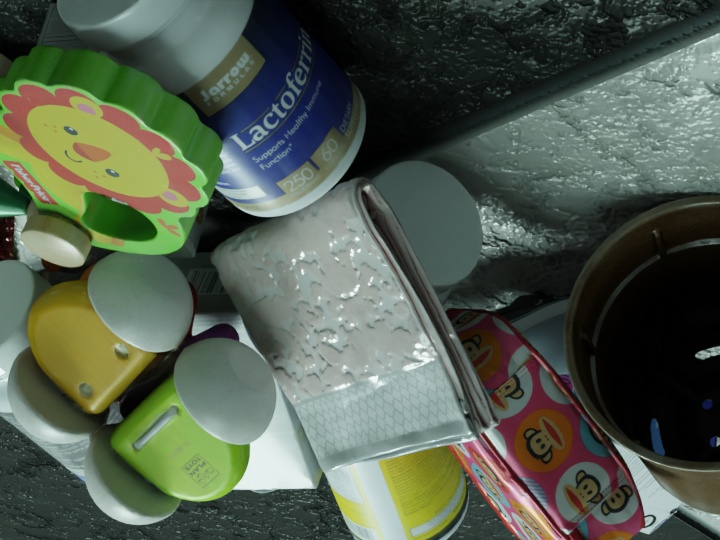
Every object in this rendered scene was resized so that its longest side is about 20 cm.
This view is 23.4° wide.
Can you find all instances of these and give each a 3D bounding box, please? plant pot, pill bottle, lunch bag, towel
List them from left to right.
[{"bbox_3d":[-0.243,0.085,1.414,0.113,0.114,0.200,-6,144,31],"label":"pill bottle"},{"bbox_3d":[-0.093,-0.131,1.098,0.115,0.116,0.200,-8,145,34],"label":"pill bottle"},{"bbox_3d":[-0.011,0.044,1.210,0.200,0.032,0.192,-21,98,53],"label":"towel"},{"bbox_3d":[0.000,0.000,1.291,0.115,0.116,0.200,25,149,-20],"label":"pill bottle"},{"bbox_3d":[0.017,0.138,1.448,0.111,0.112,0.201,1,135,22],"label":"pill bottle"},{"bbox_3d":[0.111,0.119,1.276,0.200,0.082,0.176,53,170,-11],"label":"lunch bag"},{"bbox_3d":[0.262,0.078,1.257,0.199,0.202,0.198,3,158,19],"label":"plant pot"}]

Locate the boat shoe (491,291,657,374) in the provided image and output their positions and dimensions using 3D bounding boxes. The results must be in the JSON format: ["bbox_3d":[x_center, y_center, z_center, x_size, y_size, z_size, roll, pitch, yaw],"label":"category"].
[{"bbox_3d":[0.133,0.049,1.369,0.199,0.066,0.070,-23,128,13],"label":"boat shoe"}]

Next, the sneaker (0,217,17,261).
[{"bbox_3d":[-0.338,-0.011,1.457,0.082,0.078,0.200,16,151,-2],"label":"sneaker"}]

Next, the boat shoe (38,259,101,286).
[{"bbox_3d":[-0.240,0.041,1.513,0.199,0.076,0.072,-11,145,40],"label":"boat shoe"}]

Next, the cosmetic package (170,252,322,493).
[{"bbox_3d":[-0.098,0.087,1.452,0.106,0.090,0.201,-2,130,18],"label":"cosmetic package"}]

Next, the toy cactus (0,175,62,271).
[{"bbox_3d":[-0.241,-0.043,1.299,0.199,0.103,0.165,20,-172,-29],"label":"toy cactus"}]

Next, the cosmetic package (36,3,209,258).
[{"bbox_3d":[-0.165,-0.095,1.229,0.050,0.083,0.200,2,150,23],"label":"cosmetic package"}]

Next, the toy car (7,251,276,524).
[{"bbox_3d":[-0.151,0.076,1.303,0.200,0.150,0.175,46,120,-1],"label":"toy car"}]

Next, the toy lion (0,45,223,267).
[{"bbox_3d":[-0.164,-0.071,1.091,0.191,0.069,0.200,8,152,29],"label":"toy lion"}]

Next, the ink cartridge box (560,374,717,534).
[{"bbox_3d":[0.220,0.155,1.504,0.199,0.077,0.137,19,146,-7],"label":"ink cartridge box"}]
